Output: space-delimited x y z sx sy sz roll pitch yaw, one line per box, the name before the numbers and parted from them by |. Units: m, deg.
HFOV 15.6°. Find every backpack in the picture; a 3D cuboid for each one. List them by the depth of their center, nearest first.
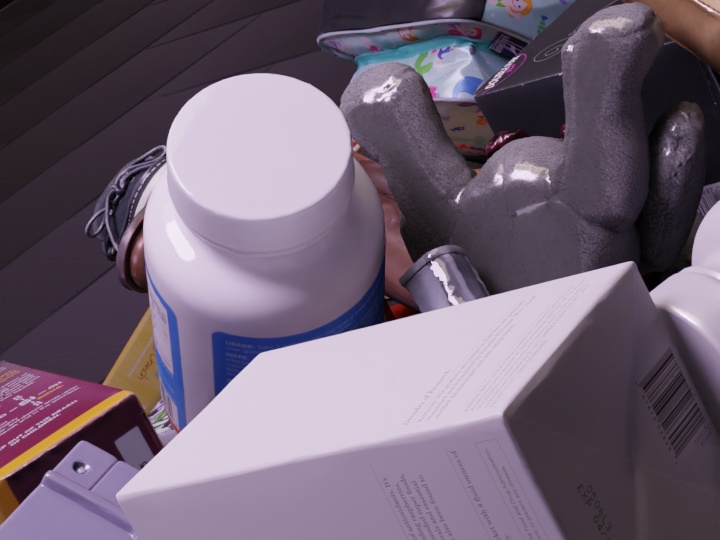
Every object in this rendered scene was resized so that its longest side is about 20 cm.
backpack | 0.094 -0.140 1.601 0.200 0.151 0.177 9 -5 -31

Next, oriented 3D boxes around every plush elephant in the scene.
plush elephant | 0.114 -0.022 1.228 0.165 0.200 0.155 -20 -5 31

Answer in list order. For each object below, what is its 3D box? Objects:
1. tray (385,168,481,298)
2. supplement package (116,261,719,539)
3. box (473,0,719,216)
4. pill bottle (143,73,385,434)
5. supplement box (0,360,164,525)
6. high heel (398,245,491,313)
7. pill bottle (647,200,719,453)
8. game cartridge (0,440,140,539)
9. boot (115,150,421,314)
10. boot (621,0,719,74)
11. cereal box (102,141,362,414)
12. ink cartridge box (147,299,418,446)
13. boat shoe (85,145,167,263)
tray | 0.054 -0.024 1.538 0.099 0.037 0.200 -36 16 -29
supplement package | 0.028 0.092 1.041 0.200 0.121 0.120 -14 20 38
box | 0.187 -0.101 1.396 0.148 0.124 0.200 -13 22 41
pill bottle | -0.043 0.003 1.223 0.112 0.112 0.200 -34 -27 -22
supplement box | -0.154 0.117 1.291 0.086 0.110 0.200 -33 16 -21
high heel | 0.017 0.104 1.172 0.071 0.143 0.200 4 -45 -41
pill bottle | 0.206 -0.004 1.067 0.200 0.111 0.111 -34 16 -22
game cartridge | -0.112 0.156 1.092 0.130 0.038 0.200 24 35 13
boot | 0.000 0.000 1.360 0.186 0.064 0.200 -23 36 -34
boot | 0.187 -0.111 1.217 0.066 0.175 0.200 -52 48 6
cereal box | -0.077 0.003 1.548 0.144 0.040 0.200 -57 -4 36
ink cartridge box | -0.038 0.051 1.419 0.109 0.050 0.200 -19 18 29
boat shoe | -0.120 -0.030 1.485 0.075 0.062 0.200 -52 -3 -9
